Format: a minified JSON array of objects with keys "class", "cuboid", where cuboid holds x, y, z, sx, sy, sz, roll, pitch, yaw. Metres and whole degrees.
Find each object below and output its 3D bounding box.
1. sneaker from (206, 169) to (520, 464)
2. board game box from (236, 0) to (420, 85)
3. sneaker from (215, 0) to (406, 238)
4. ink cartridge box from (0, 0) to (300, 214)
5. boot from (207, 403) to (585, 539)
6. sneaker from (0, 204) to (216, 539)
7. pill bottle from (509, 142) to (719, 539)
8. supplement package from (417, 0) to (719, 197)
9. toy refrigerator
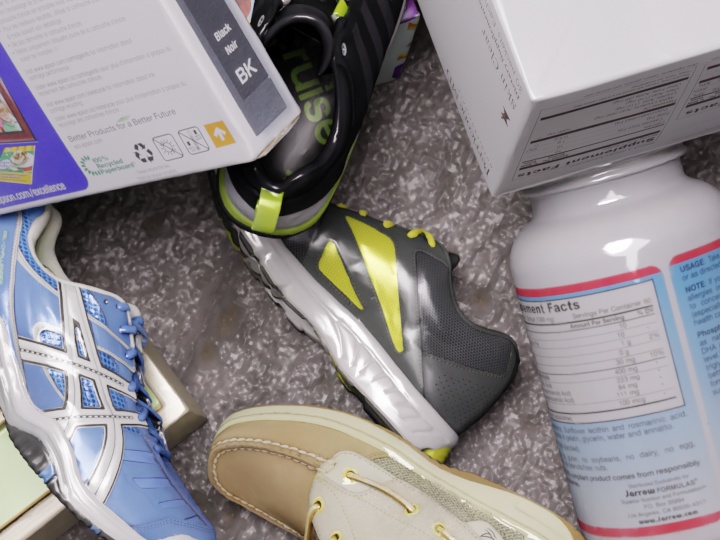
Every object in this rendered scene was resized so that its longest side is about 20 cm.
[{"class":"sneaker","cuboid":[0.000,0.000,1.036,0.085,0.074,0.200,-38,89,-7]},{"class":"board game box","cuboid":[-0.056,-0.186,1.038,0.103,0.105,0.201,-19,81,-9]},{"class":"sneaker","cuboid":[-0.015,-0.108,0.929,0.071,0.083,0.201,11,78,-4]},{"class":"ink cartridge box","cuboid":[-0.150,-0.122,0.882,0.043,0.198,0.200,-52,121,-39]},{"class":"boot","cuboid":[-0.012,0.150,0.963,0.199,0.072,0.155,20,48,20]},{"class":"sneaker","cuboid":[-0.127,0.053,0.963,0.077,0.076,0.200,-38,84,0]},{"class":"pill bottle","cuboid":[0.132,0.026,0.973,0.108,0.109,0.201,-15,96,2]},{"class":"supplement package","cuboid":[0.101,-0.158,0.894,0.155,0.111,0.201,-17,73,-10]},{"class":"toy refrigerator","cuboid":[-0.180,0.104,1.030,0.200,0.070,0.076,-37,81,-1]}]
